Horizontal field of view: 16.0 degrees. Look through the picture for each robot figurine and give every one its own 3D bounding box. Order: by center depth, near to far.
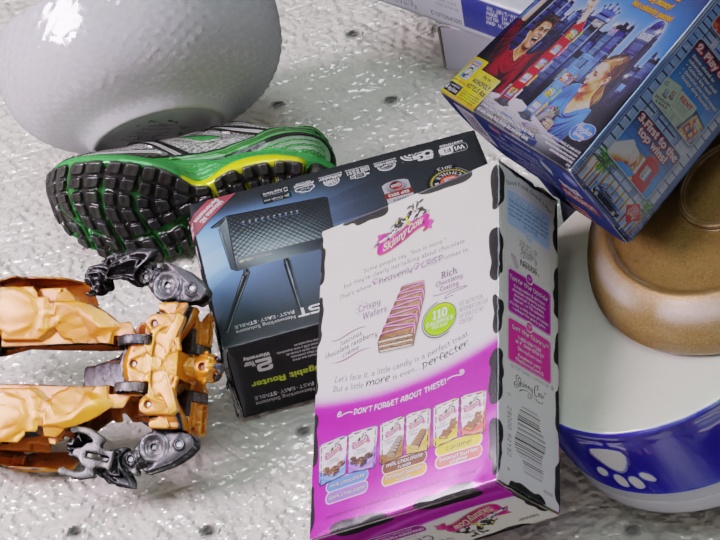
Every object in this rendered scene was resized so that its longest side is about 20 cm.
[{"bbox_3d":[-0.172,0.060,1.556,0.199,0.058,0.146,0,77,20],"label":"robot figurine"}]

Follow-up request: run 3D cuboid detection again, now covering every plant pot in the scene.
[{"bbox_3d":[0.209,-0.043,1.419,0.199,0.028,0.201,-22,42,22],"label":"plant pot"}]

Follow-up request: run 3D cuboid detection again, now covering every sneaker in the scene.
[{"bbox_3d":[-0.111,-0.056,1.714,0.199,0.078,0.085,-1,30,4],"label":"sneaker"}]

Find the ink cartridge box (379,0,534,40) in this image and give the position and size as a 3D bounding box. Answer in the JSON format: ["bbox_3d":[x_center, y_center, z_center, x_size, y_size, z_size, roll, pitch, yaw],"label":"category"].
[{"bbox_3d":[0.124,-0.233,1.809,0.196,0.043,0.200,23,49,38],"label":"ink cartridge box"}]

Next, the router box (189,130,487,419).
[{"bbox_3d":[0.000,0.000,1.610,0.199,0.062,0.150,-16,40,-2],"label":"router box"}]

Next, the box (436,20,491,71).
[{"bbox_3d":[0.176,-0.187,1.801,0.199,0.041,0.156,8,40,26],"label":"box"}]

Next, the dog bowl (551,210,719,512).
[{"bbox_3d":[0.186,0.032,1.452,0.200,0.079,0.201,-23,42,22],"label":"dog bowl"}]

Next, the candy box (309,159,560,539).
[{"bbox_3d":[0.043,0.054,1.444,0.136,0.061,0.201,-20,55,36],"label":"candy box"}]

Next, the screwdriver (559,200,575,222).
[{"bbox_3d":[0.146,-0.079,1.696,0.029,0.028,0.200,-31,29,26],"label":"screwdriver"}]

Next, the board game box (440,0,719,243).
[{"bbox_3d":[0.167,-0.129,1.471,0.200,0.062,0.200,-43,26,-2],"label":"board game box"}]

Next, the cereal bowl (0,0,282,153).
[{"bbox_3d":[-0.144,-0.129,1.732,0.199,0.200,0.084,-16,74,-3],"label":"cereal bowl"}]
